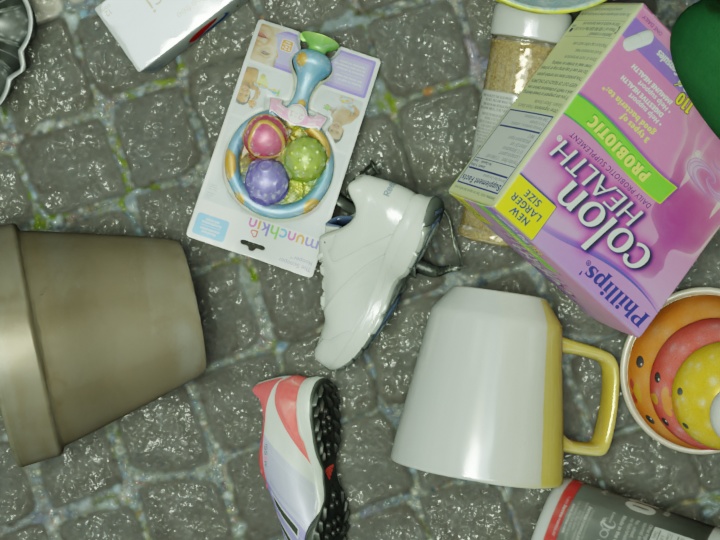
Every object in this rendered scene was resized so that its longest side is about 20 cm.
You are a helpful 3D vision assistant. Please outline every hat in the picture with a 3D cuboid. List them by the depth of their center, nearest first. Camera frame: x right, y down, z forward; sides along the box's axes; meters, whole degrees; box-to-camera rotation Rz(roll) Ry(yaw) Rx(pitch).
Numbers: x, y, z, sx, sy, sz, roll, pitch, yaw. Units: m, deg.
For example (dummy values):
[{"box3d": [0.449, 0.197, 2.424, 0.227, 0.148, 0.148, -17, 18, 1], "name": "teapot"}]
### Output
[{"box3d": [0.240, -0.178, 1.045, 0.174, 0.200, 0.167, 24, 123, 5], "name": "hat"}]

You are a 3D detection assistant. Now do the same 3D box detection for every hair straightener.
[{"box3d": [0.005, -0.056, 1.221, 0.198, 0.041, 0.078, 27, 97, 6], "name": "hair straightener"}]

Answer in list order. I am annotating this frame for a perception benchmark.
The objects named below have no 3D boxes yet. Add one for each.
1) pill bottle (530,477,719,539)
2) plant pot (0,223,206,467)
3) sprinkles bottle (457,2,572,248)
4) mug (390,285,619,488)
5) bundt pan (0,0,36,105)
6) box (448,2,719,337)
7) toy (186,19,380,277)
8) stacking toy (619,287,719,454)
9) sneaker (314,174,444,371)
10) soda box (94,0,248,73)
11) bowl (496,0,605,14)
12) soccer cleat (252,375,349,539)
[{"box3d": [0.247, 0.258, 1.179, 0.198, 0.114, 0.116, 16, 98, 22], "name": "pill bottle"}, {"box3d": [-0.226, 0.047, 1.189, 0.171, 0.200, 0.203, -13, 96, -12], "name": "plant pot"}, {"box3d": [0.131, -0.124, 1.195, 0.067, 0.068, 0.203, 10, 97, 2], "name": "sprinkles bottle"}, {"box3d": [0.119, 0.097, 1.204, 0.148, 0.186, 0.156, 6, 88, 38], "name": "mug"}, {"box3d": [-0.369, -0.216, 1.209, 0.199, 0.076, 0.205, 0, 97, 4], "name": "bundt pan"}, {"box3d": [0.206, -0.084, 1.140, 0.175, 0.097, 0.201, 39, 87, -21], "name": "box"}, {"box3d": [-0.064, -0.110, 1.188, 0.114, 0.047, 0.203, 18, 77, -1], "name": "toy"}, {"box3d": [0.295, 0.096, 1.144, 0.144, 0.200, 0.149, 0, 96, 3], "name": "stacking toy"}, {"box3d": [0.000, 0.000, 1.196, 0.086, 0.075, 0.201, 30, 123, 5], "name": "sneaker"}, {"box3d": [-0.126, -0.255, 1.198, 0.199, 0.064, 0.068, -36, 93, 6], "name": "soda box"}, {"box3d": [0.148, -0.305, 1.150, 0.197, 0.108, 0.203, 0, 91, -3], "name": "bowl"}, {"box3d": [-0.056, 0.192, 1.250, 0.072, 0.068, 0.203, 2, 101, 27], "name": "soccer cleat"}]
